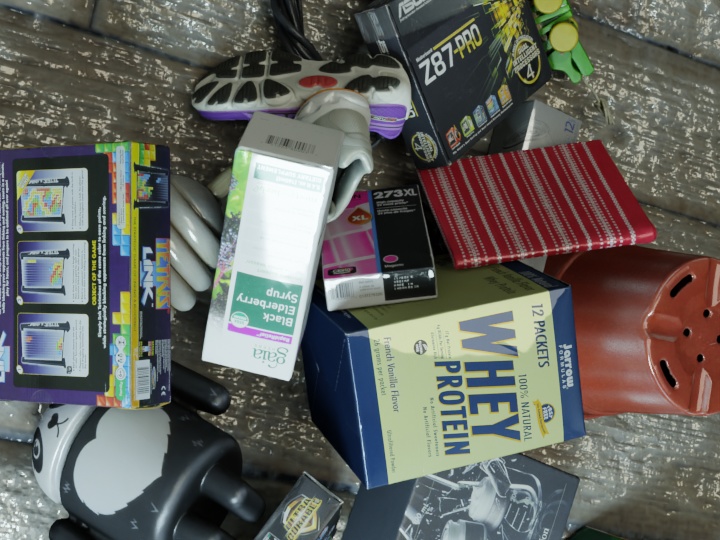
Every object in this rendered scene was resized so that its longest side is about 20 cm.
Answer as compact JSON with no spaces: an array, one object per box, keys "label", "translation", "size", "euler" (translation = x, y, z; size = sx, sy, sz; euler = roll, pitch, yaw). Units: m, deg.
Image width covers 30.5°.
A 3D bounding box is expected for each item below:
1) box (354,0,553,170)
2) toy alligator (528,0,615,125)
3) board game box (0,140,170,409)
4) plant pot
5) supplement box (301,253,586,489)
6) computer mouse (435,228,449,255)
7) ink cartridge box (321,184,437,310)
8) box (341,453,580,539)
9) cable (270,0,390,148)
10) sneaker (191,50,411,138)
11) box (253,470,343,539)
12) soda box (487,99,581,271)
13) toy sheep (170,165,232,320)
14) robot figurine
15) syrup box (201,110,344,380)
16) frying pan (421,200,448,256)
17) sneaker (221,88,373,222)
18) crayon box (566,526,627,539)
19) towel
[{"label":"box","translation":[0.095,-0.214,1.267],"size":[0.200,0.049,0.163],"euler":[-40,114,-39]},{"label":"toy alligator","translation":[0.201,-0.232,1.358],"size":[0.054,0.059,0.202],"euler":[-21,103,16]},{"label":"board game box","translation":[-0.229,0.004,1.041],"size":[0.056,0.163,0.203],"euler":[0,91,-61]},{"label":"plant pot","translation":[0.284,0.060,1.324],"size":[0.198,0.195,0.204],"euler":[-1,92,-27]},{"label":"supplement box","translation":[0.064,0.077,1.166],"size":[0.197,0.200,0.136],"euler":[-11,104,-14]},{"label":"computer mouse","translation":[0.086,0.024,1.282],"size":[0.058,0.034,0.203],"euler":[5,105,-35]},{"label":"ink cartridge box","translation":[0.012,-0.033,1.172],"size":[0.093,0.201,0.038],"euler":[-7,118,0]},{"label":"box","translation":[0.088,0.260,1.278],"size":[0.180,0.104,0.203],"euler":[23,80,-24]},{"label":"cable","translation":[-0.001,-0.226,1.253],"size":[0.163,0.051,0.201],"euler":[-41,108,-21]},{"label":"sneaker","translation":[-0.054,-0.142,1.187],"size":[0.197,0.081,0.084],"euler":[3,132,4]},{"label":"box","translation":[-0.090,0.279,1.137],"size":[0.049,0.199,0.201],"euler":[34,74,10]},{"label":"soda box","translation":[0.157,-0.065,1.328],"size":[0.063,0.068,0.203],"euler":[19,83,-26]},{"label":"toy sheep","translation":[-0.182,-0.022,1.121],"size":[0.200,0.138,0.138],"euler":[-42,109,-1]},{"label":"robot figurine","translation":[-0.178,0.166,1.091],"size":[0.150,0.198,0.126],"euler":[-38,147,-48]},{"label":"syrup box","translation":[-0.072,-0.018,1.081],"size":[0.078,0.082,0.202],"euler":[13,118,0]},{"label":"frying pan","translation":[0.011,0.012,1.273],"size":[0.190,0.031,0.115],"euler":[-45,112,-14]},{"label":"sneaker","translation":[-0.059,-0.064,1.153],"size":[0.075,0.200,0.093],"euler":[18,40,-31]},{"label":"crayon box","translation":[0.290,0.341,1.329],"size":[0.051,0.199,0.127],"euler":[-29,103,-23]},{"label":"towel","translation":[0.162,-0.062,1.234],"size":[0.197,0.146,0.023],"euler":[-8,133,-11]}]
